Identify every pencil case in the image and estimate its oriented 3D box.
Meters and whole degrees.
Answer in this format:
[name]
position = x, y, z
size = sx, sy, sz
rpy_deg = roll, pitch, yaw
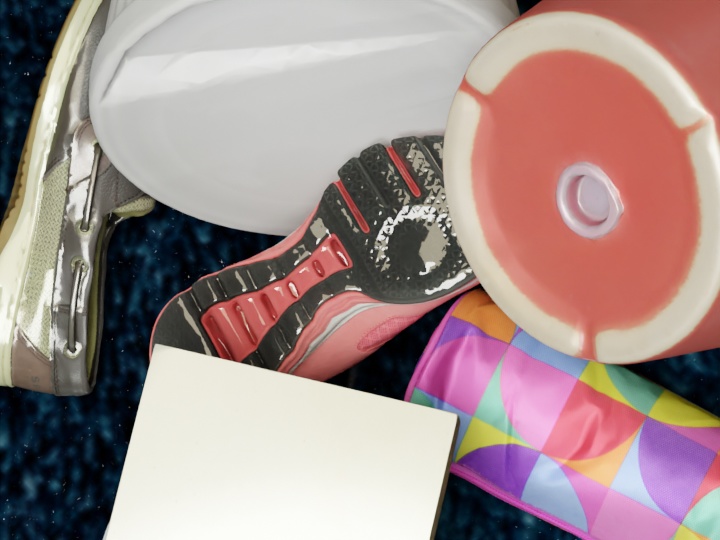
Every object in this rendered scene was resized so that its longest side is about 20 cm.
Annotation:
[pencil case]
position = 0.113, 0.086, 1.228
size = 0.199, 0.088, 0.089
rpy_deg = 29, 84, 11

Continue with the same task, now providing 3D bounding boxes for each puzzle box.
[puzzle box]
position = -0.045, 0.141, 1.126
size = 0.132, 0.025, 0.201
rpy_deg = 13, 82, 7

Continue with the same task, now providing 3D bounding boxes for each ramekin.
[ramekin]
position = -0.021, -0.107, 1.218
size = 0.201, 0.203, 0.095
rpy_deg = -4, 59, 4

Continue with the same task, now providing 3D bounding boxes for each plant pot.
[plant pot]
position = 0.141, -0.052, 1.130
size = 0.200, 0.177, 0.202
rpy_deg = 16, 116, 37

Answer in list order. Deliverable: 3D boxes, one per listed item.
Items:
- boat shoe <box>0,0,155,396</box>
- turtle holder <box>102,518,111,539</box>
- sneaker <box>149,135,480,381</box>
[boat shoe]
position = -0.126, -0.039, 1.280
size = 0.064, 0.073, 0.201
rpy_deg = 15, 91, 2
[turtle holder]
position = -0.060, 0.162, 1.204
size = 0.140, 0.132, 0.186
rpy_deg = 27, 83, 8
[sneaker]
position = 0.000, 0.000, 1.240
size = 0.199, 0.087, 0.074
rpy_deg = -29, 77, 14
